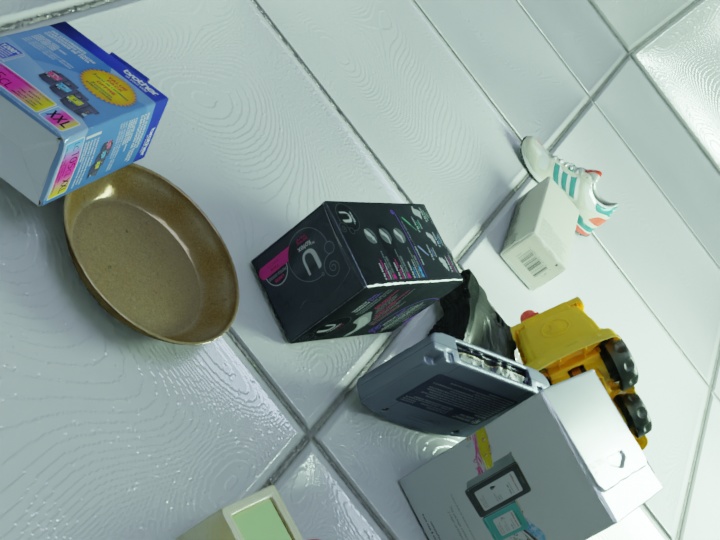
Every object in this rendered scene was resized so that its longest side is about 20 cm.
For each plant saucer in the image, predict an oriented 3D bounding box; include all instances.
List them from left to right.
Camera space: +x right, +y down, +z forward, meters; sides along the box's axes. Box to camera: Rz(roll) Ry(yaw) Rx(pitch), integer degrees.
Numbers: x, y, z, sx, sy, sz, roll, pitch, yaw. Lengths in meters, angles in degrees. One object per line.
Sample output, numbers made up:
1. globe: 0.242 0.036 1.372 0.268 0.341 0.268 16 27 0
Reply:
1. plant saucer: -0.200 -0.010 1.077 0.200 0.035 0.201 36 34 -29

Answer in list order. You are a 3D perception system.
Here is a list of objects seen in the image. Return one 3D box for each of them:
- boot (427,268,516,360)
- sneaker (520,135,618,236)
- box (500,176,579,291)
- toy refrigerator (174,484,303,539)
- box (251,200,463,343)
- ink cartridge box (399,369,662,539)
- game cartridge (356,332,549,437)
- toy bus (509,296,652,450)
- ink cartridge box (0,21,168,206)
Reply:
1. boot: 0.150 0.096 1.436 0.131 0.067 0.201 49 31 -19
2. sneaker: 0.356 -0.160 1.954 0.201 0.093 0.070 53 30 -1
3. box: 0.275 -0.059 1.762 0.082 0.068 0.200 48 30 -10
4. toy refrigerator: -0.062 0.283 0.935 0.076 0.070 0.201 -10 68 -58
5. box: 0.000 0.000 1.260 0.199 0.122 0.107 -3 61 -56
6. ink cartridge box: 0.178 0.222 1.204 0.146 0.199 0.147 -8 65 -57
7. game cartridge: 0.097 0.130 1.250 0.199 0.133 0.041 23 41 -41
8. toy bus: 0.268 0.137 1.488 0.192 0.135 0.201 -116 -179 -59
9. ink cartridge box: -0.270 -0.151 1.051 0.136 0.077 0.200 36 28 7
